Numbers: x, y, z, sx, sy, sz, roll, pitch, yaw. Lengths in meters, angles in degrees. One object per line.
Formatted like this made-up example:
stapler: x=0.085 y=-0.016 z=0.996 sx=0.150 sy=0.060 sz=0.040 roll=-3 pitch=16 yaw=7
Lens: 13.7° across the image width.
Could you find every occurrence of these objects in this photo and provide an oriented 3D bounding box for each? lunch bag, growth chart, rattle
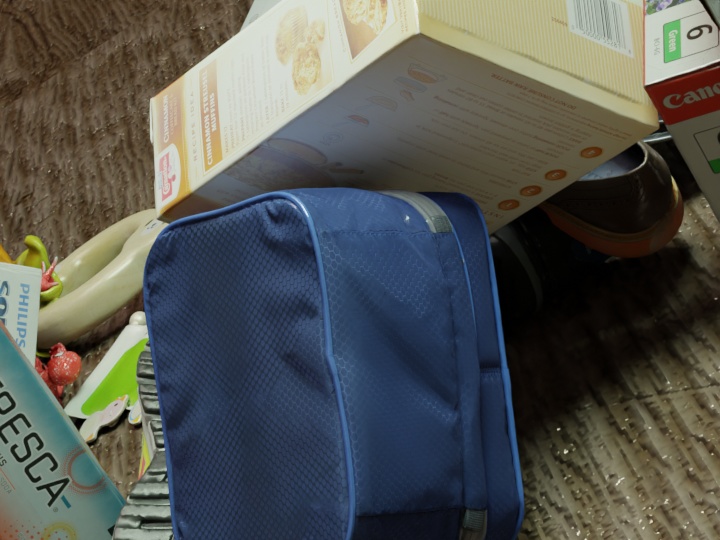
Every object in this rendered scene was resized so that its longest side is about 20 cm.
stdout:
lunch bag: x=-0.004 y=0.062 z=1.383 sx=0.132 sy=0.201 sz=0.136 roll=-4 pitch=-4 yaw=-42
growth chart: x=-0.098 y=0.042 z=1.831 sx=0.199 sy=0.018 sz=0.145 roll=-23 pitch=23 yaw=32
rattle: x=-0.169 y=-0.045 z=1.977 sx=0.200 sy=0.143 sz=0.130 roll=-32 pitch=0 yaw=25

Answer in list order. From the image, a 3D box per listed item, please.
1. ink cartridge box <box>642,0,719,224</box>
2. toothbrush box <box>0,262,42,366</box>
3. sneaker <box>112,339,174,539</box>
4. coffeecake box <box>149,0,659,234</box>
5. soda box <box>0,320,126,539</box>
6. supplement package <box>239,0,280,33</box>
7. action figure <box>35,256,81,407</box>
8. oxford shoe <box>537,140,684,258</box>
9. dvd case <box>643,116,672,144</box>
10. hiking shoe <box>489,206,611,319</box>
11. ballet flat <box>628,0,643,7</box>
ink cartridge box: x=0.169 y=-0.107 z=1.435 sx=0.050 sy=0.200 sz=0.109 roll=-17 pitch=41 yaw=22
toothbrush box: x=-0.287 y=0.073 z=1.850 sx=0.200 sy=0.086 sz=0.146 roll=-6 pitch=76 yaw=51
sneaker: x=-0.080 y=0.127 z=1.532 sx=0.078 sy=0.091 sz=0.201 roll=1 pitch=46 yaw=3
coffeecake box: x=0.018 y=-0.075 z=1.440 sx=0.200 sy=0.153 sz=0.073 roll=-33 pitch=51 yaw=41
soda box: x=-0.194 y=0.084 z=1.605 sx=0.068 sy=0.200 sz=0.064 roll=-34 pitch=19 yaw=-6
supplement package: x=0.019 y=-0.129 z=1.833 sx=0.111 sy=0.156 sz=0.200 roll=-27 pitch=21 yaw=22
action figure: x=-0.233 y=0.058 z=1.929 sx=0.200 sy=0.065 sz=0.099 roll=-12 pitch=41 yaw=48
oxford shoe: x=0.076 y=-0.076 z=1.548 sx=0.199 sy=0.073 sz=0.071 roll=22 pitch=67 yaw=25
dvd case: x=0.166 y=-0.101 z=1.643 sx=0.199 sy=0.016 sz=0.149 roll=-10 pitch=21 yaw=7
hiking shoe: x=0.094 y=-0.036 z=1.645 sx=0.086 sy=0.075 sz=0.200 roll=-24 pitch=27 yaw=-2
ballet flat: x=0.118 y=-0.140 z=1.586 sx=0.199 sy=0.064 sz=0.067 roll=0 pitch=14 yaw=-15
